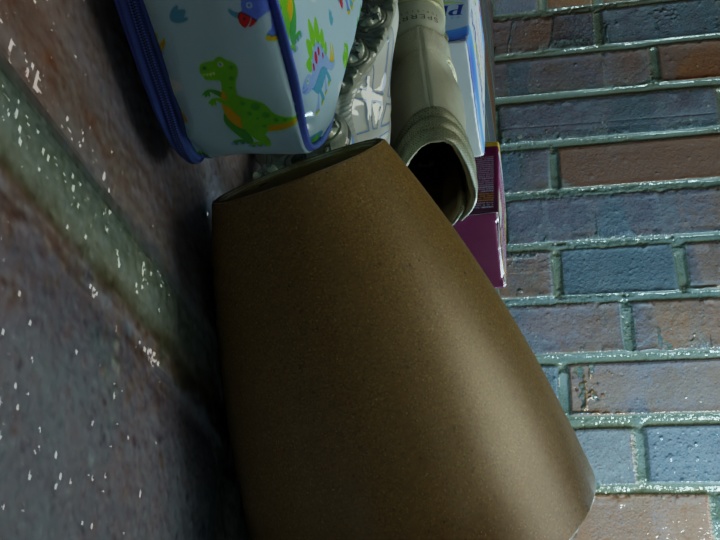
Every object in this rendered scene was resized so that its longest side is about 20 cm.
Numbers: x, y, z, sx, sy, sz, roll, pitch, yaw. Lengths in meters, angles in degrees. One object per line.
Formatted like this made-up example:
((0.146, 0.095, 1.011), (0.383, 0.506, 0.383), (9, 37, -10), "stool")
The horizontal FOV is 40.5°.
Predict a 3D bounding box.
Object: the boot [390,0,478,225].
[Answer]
((0.046, -0.092, 0.742), (0.201, 0.071, 0.156), (85, -3, -59), "boot")

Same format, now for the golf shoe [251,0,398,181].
((-0.012, -0.098, 0.628), (0.097, 0.078, 0.202), (55, 44, -51), "golf shoe")

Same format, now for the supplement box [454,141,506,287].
((0.159, -0.082, 1.430), (0.201, 0.102, 0.132), (-79, 162, -53), "supplement box")

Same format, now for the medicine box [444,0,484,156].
((0.083, -0.257, 1.108), (0.183, 0.102, 0.202), (71, 18, -53), "medicine box")

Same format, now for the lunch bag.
((-0.053, -0.162, 0.453), (0.201, 0.082, 0.162), (-81, 164, -47), "lunch bag")

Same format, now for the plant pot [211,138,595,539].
((0.003, 0.042, 0.500), (0.186, 0.185, 0.202), (-57, 130, -71), "plant pot")
